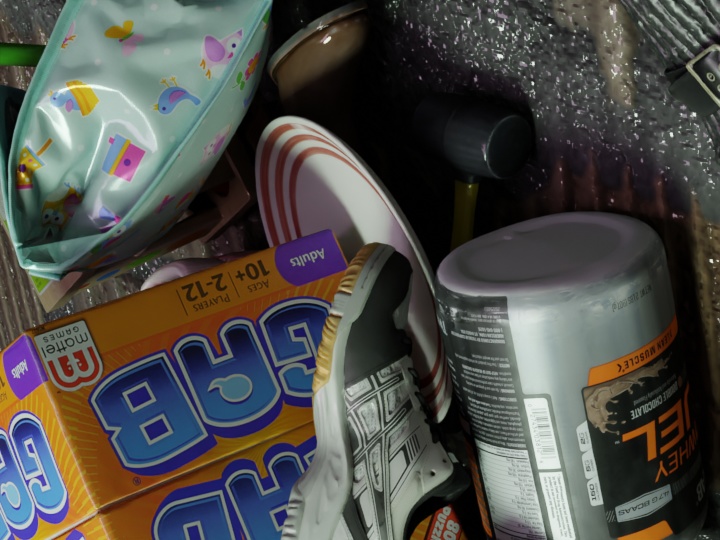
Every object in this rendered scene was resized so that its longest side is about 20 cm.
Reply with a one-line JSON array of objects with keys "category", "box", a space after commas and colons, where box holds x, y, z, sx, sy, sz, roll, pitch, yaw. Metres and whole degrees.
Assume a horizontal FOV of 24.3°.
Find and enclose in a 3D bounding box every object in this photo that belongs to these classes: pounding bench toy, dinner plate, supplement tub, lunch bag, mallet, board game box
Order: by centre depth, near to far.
[{"category": "supplement tub", "box": [0.115, 0.080, 0.883, 0.122, 0.122, 0.200, 12, 122, 52]}, {"category": "mallet", "box": [0.050, -0.005, 0.961, 0.066, 0.041, 0.200, 32, 123, 42]}, {"category": "board game box", "box": [-0.100, 0.122, 0.968, 0.200, 0.200, 0.200, -33, 79, 56]}, {"category": "lunch bag", "box": [-0.137, -0.088, 0.969, 0.122, 0.200, 0.170, 28, -179, -3]}, {"category": "dinner plate", "box": [0.000, 0.000, 0.973, 0.200, 0.024, 0.200, 45, 150, 36]}, {"category": "pounding bench toy", "box": [-0.177, -0.102, 1.144, 0.200, 0.156, 0.124, 63, 155, 3]}]

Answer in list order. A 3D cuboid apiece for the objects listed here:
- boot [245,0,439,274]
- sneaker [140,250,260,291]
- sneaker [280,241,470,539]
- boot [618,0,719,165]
[{"category": "boot", "box": [0.014, -0.041, 1.002, 0.200, 0.064, 0.186, 59, 158, 12]}, {"category": "sneaker", "box": [-0.123, 0.046, 1.207, 0.200, 0.104, 0.075, -51, 49, 53]}, {"category": "sneaker", "box": [0.016, 0.086, 0.866, 0.076, 0.087, 0.200, 66, -148, -74]}, {"category": "boot", "box": [0.196, -0.095, 0.686, 0.211, 0.079, 0.158, -20, 94, 58]}]
